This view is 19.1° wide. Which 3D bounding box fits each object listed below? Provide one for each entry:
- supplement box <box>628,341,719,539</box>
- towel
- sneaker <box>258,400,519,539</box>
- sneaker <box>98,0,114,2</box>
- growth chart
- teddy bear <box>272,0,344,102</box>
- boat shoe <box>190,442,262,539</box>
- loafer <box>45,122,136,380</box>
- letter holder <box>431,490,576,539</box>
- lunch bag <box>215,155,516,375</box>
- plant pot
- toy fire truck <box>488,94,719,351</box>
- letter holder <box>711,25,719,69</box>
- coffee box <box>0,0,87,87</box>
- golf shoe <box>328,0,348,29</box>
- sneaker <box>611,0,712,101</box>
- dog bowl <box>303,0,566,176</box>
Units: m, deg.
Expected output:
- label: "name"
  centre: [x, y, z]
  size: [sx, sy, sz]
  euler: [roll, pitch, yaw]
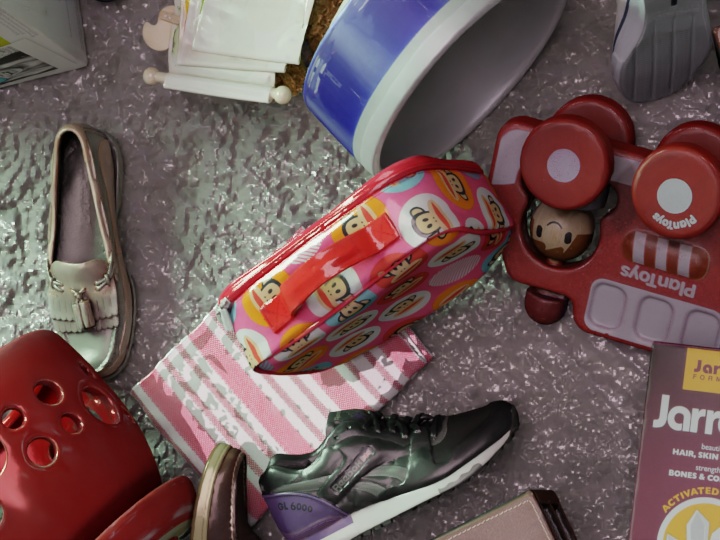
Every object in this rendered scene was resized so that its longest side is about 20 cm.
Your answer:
- label: "supplement box"
  centre: [0.249, 0.156, 1.485]
  size: [0.110, 0.086, 0.202]
  euler: [6, 86, 19]
- label: "towel"
  centre: [-0.061, 0.080, 1.637]
  size: [0.200, 0.030, 0.146]
  euler: [-43, 77, 6]
- label: "sneaker"
  centre: [0.017, 0.134, 1.571]
  size: [0.199, 0.076, 0.088]
  euler: [-30, 96, 8]
- label: "sneaker"
  centre: [-0.196, -0.317, 1.699]
  size: [0.065, 0.078, 0.202]
  euler: [12, 87, 14]
- label: "growth chart"
  centre: [-0.085, -0.222, 1.619]
  size: [0.144, 0.018, 0.201]
  euler: [19, 91, 23]
- label: "teddy bear"
  centre: [-0.057, -0.229, 1.656]
  size: [0.144, 0.067, 0.202]
  euler: [3, 84, 12]
- label: "boat shoe"
  centre: [-0.086, 0.228, 1.592]
  size: [0.071, 0.072, 0.202]
  euler: [3, 95, 9]
- label: "loafer"
  centre: [-0.219, -0.016, 1.670]
  size: [0.071, 0.063, 0.202]
  euler: [-6, 81, 13]
- label: "letter holder"
  centre: [0.073, 0.264, 1.532]
  size: [0.199, 0.101, 0.143]
  euler: [-28, 79, 9]
- label: "lunch bag"
  centre: [0.000, 0.000, 1.511]
  size: [0.200, 0.176, 0.082]
  euler: [-36, 77, 21]
- label: "plant pot"
  centre: [-0.237, 0.176, 1.582]
  size: [0.183, 0.200, 0.200]
  euler: [45, 95, 9]
- label: "toy fire truck"
  centre: [0.185, -0.029, 1.553]
  size: [0.199, 0.112, 0.169]
  euler: [15, 108, 13]
- label: "letter holder"
  centre: [0.347, -0.089, 1.517]
  size: [0.141, 0.101, 0.201]
  euler: [-17, 79, 9]
- label: "coffee box"
  centre: [-0.351, -0.254, 1.665]
  size: [0.196, 0.200, 0.201]
  euler: [-12, 79, 13]
- label: "golf shoe"
  centre: [0.024, -0.245, 1.620]
  size: [0.092, 0.073, 0.201]
  euler: [33, 76, 5]
- label: "sneaker"
  centre: [0.213, -0.198, 1.526]
  size: [0.072, 0.200, 0.071]
  euler: [-9, 60, -6]
- label: "dog bowl"
  centre: [0.055, -0.163, 1.548]
  size: [0.200, 0.200, 0.079]
  euler: [-46, 75, 4]
